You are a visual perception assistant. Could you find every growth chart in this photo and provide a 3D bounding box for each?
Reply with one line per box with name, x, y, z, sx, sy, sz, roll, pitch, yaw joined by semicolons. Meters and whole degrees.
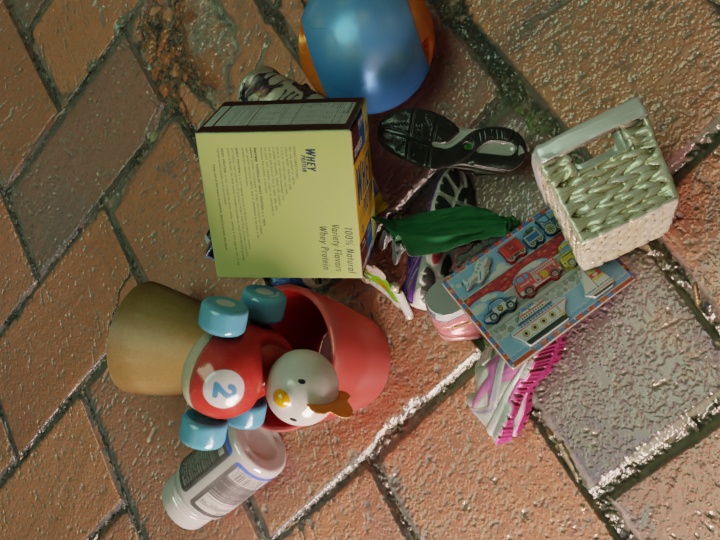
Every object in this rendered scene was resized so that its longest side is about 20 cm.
growth chart;0.000;0.000;1.332;0.199;0.145;0.018;35;80;33

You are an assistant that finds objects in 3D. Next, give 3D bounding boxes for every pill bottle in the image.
pill bottle;-0.220;0.321;1.463;0.199;0.113;0.115;-40;62;26

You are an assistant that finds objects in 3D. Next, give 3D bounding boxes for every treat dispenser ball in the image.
treat dispenser ball;0.009;-0.328;1.322;0.198;0.199;0.205;-6;80;36

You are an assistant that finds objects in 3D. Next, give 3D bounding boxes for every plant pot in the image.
plant pot;-0.061;0.128;1.329;0.198;0.176;0.205;-5;81;35
plant pot;-0.279;0.126;1.510;0.197;0.186;0.190;9;89;22

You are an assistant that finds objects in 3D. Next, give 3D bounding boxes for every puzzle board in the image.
puzzle board;0.223;0.011;1.164;0.198;0.017;0.151;-34;60;-9

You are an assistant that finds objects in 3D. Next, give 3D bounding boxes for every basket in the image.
basket;0.287;-0.091;1.073;0.134;0.200;0.125;-25;76;9

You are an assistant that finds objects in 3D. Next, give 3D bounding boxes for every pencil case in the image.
pencil case;-0.090;-0.219;1.319;0.199;0.078;0.090;34;69;26

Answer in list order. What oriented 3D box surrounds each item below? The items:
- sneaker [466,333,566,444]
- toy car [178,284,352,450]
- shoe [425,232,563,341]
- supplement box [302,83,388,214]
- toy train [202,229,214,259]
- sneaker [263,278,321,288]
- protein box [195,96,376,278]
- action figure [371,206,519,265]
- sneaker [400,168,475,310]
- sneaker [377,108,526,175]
sneaker;0.195;0.120;1.197;0.088;0.081;0.203;33;103;33
toy car;-0.104;0.142;1.156;0.197;0.176;0.188;19;106;24
shoe;0.182;0.025;1.230;0.197;0.091;0.072;-26;58;-1
supplement box;-0.062;-0.160;1.390;0.109;0.109;0.201;-35;62;2
toy train;-0.189;-0.093;1.516;0.201;0.086;0.114;-56;49;17
sneaker;-0.108;-0.020;1.385;0.088;0.200;0.080;-18;107;5
protein box;-0.089;-0.109;1.206;0.196;0.135;0.202;0;117;10
action figure;0.125;-0.048;1.216;0.118;0.196;0.056;-126;34;-51
sneaker;0.097;-0.048;1.300;0.083;0.080;0.203;18;90;52
sneaker;0.120;-0.160;1.254;0.197;0.115;0.077;11;84;4
